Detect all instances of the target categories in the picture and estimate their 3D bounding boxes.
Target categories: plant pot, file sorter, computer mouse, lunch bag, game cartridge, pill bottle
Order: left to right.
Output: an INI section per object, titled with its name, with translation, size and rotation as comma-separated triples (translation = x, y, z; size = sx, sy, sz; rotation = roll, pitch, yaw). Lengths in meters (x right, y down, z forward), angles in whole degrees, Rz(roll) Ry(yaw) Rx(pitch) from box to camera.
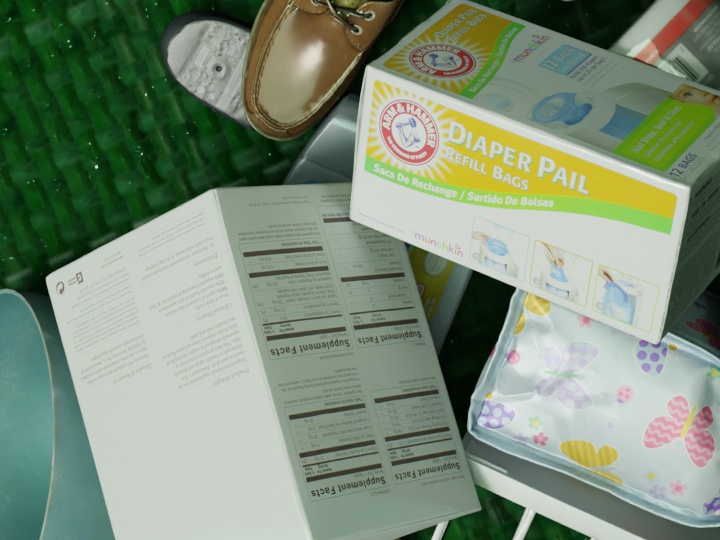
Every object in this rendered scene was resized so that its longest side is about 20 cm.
[plant pot]
translation = -0.165, 0.118, 1.437
size = 0.134, 0.200, 0.202
rotation = 6, 103, -29
[computer mouse]
translation = -0.035, -0.100, 1.447
size = 0.199, 0.034, 0.059
rotation = 33, 107, -4
[game cartridge]
translation = 0.000, 0.000, 1.437
size = 0.133, 0.040, 0.201
rotation = 24, 111, 7
[file sorter]
translation = 0.136, 0.183, 1.409
size = 0.199, 0.139, 0.125
rotation = 24, 106, 5
[lunch bag]
translation = 0.180, 0.065, 1.364
size = 0.199, 0.170, 0.128
rotation = 25, 105, 8
[pill bottle]
translation = 0.225, -0.068, 1.361
size = 0.200, 0.116, 0.116
rotation = 45, 103, 0

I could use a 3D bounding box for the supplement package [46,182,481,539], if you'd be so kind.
[supplement package]
translation = -0.056, 0.069, 1.330
size = 0.151, 0.150, 0.201
rotation = -24, 78, 40

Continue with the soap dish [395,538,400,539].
[soap dish]
translation = -0.043, 0.254, 1.478
size = 0.199, 0.081, 0.158
rotation = -28, 94, 13

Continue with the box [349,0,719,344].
[box]
translation = 0.106, -0.059, 1.290
size = 0.199, 0.112, 0.102
rotation = 23, 127, 22

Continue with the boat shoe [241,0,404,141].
[boat shoe]
translation = -0.011, -0.169, 1.387
size = 0.072, 0.068, 0.201
rotation = 29, 92, -8
